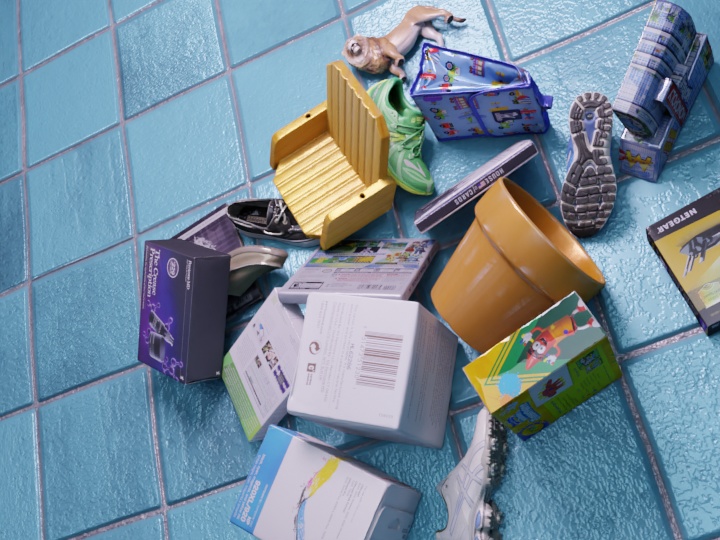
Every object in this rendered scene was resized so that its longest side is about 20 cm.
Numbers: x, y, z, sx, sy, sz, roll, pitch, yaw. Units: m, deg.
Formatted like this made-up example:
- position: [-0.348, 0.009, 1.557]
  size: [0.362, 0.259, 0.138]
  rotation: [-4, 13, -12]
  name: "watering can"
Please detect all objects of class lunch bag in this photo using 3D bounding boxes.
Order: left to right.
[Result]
- position: [0.195, -0.262, 1.226]
  size: [0.197, 0.150, 0.096]
  rotation: [10, 76, 26]
  name: "lunch bag"

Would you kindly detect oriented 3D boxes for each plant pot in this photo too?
- position: [0.200, 0.008, 1.116]
  size: [0.183, 0.199, 0.201]
  rotation: [-46, 59, 19]
  name: "plant pot"

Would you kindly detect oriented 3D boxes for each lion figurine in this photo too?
- position: [0.071, -0.397, 1.385]
  size: [0.199, 0.073, 0.123]
  rotation: [-35, 53, -7]
  name: "lion figurine"

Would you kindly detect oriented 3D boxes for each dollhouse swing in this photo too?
- position: [-0.056, -0.182, 1.247]
  size: [0.180, 0.176, 0.201]
  rotation: [-31, 63, -3]
  name: "dollhouse swing"

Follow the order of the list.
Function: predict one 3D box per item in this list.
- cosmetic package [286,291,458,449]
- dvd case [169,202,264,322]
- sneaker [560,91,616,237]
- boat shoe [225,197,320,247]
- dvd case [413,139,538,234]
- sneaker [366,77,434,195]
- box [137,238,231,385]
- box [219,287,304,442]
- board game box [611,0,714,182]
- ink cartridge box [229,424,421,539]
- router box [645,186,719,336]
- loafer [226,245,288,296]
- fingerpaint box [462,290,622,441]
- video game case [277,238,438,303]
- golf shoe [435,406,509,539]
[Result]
- position: [0.024, 0.142, 1.127]
  size: [0.164, 0.200, 0.170]
  rotation: [4, 73, 24]
  name: "cosmetic package"
- position: [-0.260, 0.001, 1.407]
  size: [0.147, 0.016, 0.202]
  rotation: [-30, 64, 11]
  name: "dvd case"
- position: [0.333, -0.149, 1.171]
  size: [0.077, 0.089, 0.204]
  rotation: [6, 93, 18]
  name: "sneaker"
- position: [-0.133, -0.084, 1.353]
  size: [0.197, 0.064, 0.072]
  rotation: [3, 71, 22]
  name: "boat shoe"
- position: [0.165, -0.126, 1.200]
  size: [0.199, 0.150, 0.025]
  rotation: [-34, 95, 9]
  name: "dvd case"
- position: [0.068, -0.212, 1.281]
  size: [0.083, 0.073, 0.203]
  rotation: [-32, 77, 42]
  name: "sneaker"
- position: [-0.285, 0.062, 1.304]
  size: [0.140, 0.078, 0.204]
  rotation: [15, 103, 38]
  name: "box"
- position: [-0.139, 0.145, 1.243]
  size: [0.200, 0.036, 0.145]
  rotation: [-50, 55, 31]
  name: "box"
- position: [0.412, -0.235, 1.122]
  size: [0.061, 0.199, 0.203]
  rotation: [23, 96, 29]
  name: "board game box"
- position: [-0.044, 0.326, 1.121]
  size: [0.198, 0.147, 0.147]
  rotation: [19, 80, 28]
  name: "ink cartridge box"
- position: [0.503, -0.033, 1.065]
  size: [0.198, 0.052, 0.159]
  rotation: [-30, 63, 11]
  name: "router box"
- position: [-0.200, 0.006, 1.333]
  size: [0.197, 0.075, 0.070]
  rotation: [-12, 78, 32]
  name: "loafer"
- position: [0.238, 0.128, 1.039]
  size: [0.166, 0.200, 0.074]
  rotation: [-36, 60, 8]
  name: "fingerpaint box"
- position: [0.000, 0.000, 1.225]
  size: [0.197, 0.022, 0.183]
  rotation: [0, 28, 24]
  name: "video game case"
- position: [0.145, 0.279, 1.100]
  size: [0.096, 0.078, 0.203]
  rotation: [0, 70, 30]
  name: "golf shoe"
